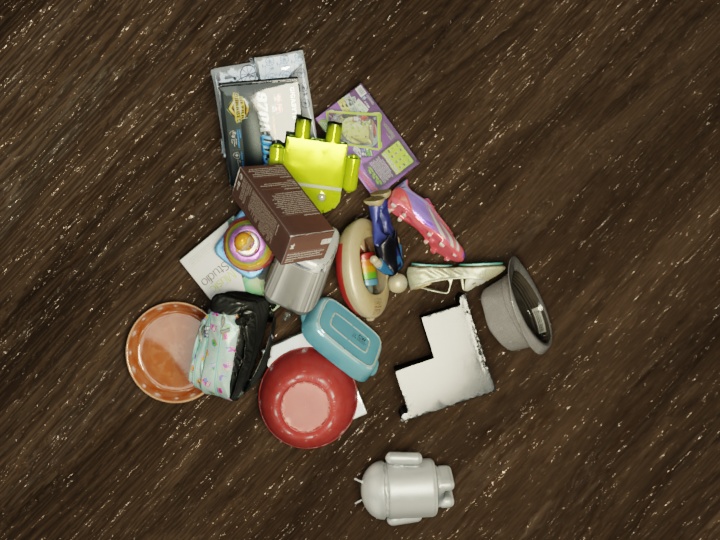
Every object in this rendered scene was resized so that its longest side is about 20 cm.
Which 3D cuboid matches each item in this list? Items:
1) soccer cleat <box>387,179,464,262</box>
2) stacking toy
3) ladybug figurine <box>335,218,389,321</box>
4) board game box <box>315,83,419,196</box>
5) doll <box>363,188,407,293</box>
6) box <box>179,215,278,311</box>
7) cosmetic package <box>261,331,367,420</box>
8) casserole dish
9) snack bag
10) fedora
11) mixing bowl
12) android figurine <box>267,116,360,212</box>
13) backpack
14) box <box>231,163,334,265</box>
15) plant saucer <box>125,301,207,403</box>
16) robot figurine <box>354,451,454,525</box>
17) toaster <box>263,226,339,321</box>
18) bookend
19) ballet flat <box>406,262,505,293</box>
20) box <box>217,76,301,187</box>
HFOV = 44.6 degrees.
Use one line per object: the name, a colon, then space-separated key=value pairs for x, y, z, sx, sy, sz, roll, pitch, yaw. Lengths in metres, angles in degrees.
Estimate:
soccer cleat: x=0.141 y=-0.098 z=1.761 sx=0.199 sy=0.067 sz=0.077 roll=39 pitch=69 yaw=-6
stacking toy: x=-0.211 y=-0.052 z=1.645 sx=0.109 sy=0.200 sz=0.117 roll=36 pitch=87 yaw=-3
ladybug figurine: x=0.000 y=0.000 z=1.734 sx=0.071 sy=0.135 sz=0.203 roll=-7 pitch=87 yaw=37
board game box: x=0.014 y=-0.259 z=1.768 sx=0.120 sy=0.032 sz=0.201 roll=-36 pitch=91 yaw=-5
doll: x=0.050 y=-0.049 z=1.707 sx=0.048 sy=0.137 sz=0.202 roll=-4 pitch=112 yaw=25
box: x=-0.245 y=0.013 z=1.761 sx=0.144 sy=0.036 sz=0.201 roll=-39 pitch=94 yaw=-1
cosmetic package: x=-0.092 y=0.221 z=1.764 sx=0.149 sy=0.052 sz=0.202 roll=-22 pitch=92 yaw=-3
casserole dish: x=-0.030 y=0.129 z=1.721 sx=0.200 sy=0.122 sz=0.039 roll=40 pitch=132 yaw=-17
snack bag: x=-0.196 y=-0.334 z=1.762 sx=0.197 sy=0.021 sz=0.191 roll=-9 pitch=92 yaw=-2
fedora: x=0.300 y=0.081 z=1.732 sx=0.090 sy=0.178 sz=0.201 roll=-23 pitch=121 yaw=27
mixing bowl: x=-0.104 y=0.253 z=1.687 sx=0.197 sy=0.108 sz=0.203 roll=0 pitch=91 yaw=0
android figurine: x=-0.093 y=-0.194 z=1.714 sx=0.179 sy=0.041 sz=0.203 roll=8 pitch=106 yaw=-9
backpack: x=-0.249 y=0.144 z=1.684 sx=0.125 sy=0.167 sz=0.203 roll=15 pitch=96 yaw=19
box: x=-0.143 y=-0.106 z=1.606 sx=0.099 sy=0.200 sz=0.075 roll=-9 pitch=136 yaw=-37
plant saucer: x=-0.370 y=0.163 z=1.763 sx=0.197 sy=0.032 sz=0.203 roll=0 pitch=91 yaw=-2
robot figurine: x=0.086 y=0.434 z=1.744 sx=0.197 sy=0.113 sz=0.172 roll=-2 pitch=110 yaw=-2
toaster: x=-0.112 y=-0.012 z=1.677 sx=0.112 sy=0.201 sz=0.130 roll=23 pitch=128 yaw=-1
bookend: x=0.143 y=0.171 z=1.750 sx=0.198 sy=0.092 sz=0.201 roll=-19 pitch=90 yaw=0
ballet flat: x=0.192 y=0.015 z=1.764 sx=0.197 sy=0.067 sz=0.063 roll=-1 pitch=90 yaw=8
box: x=-0.191 y=-0.272 z=1.723 sx=0.157 sy=0.046 sz=0.203 roll=-5 pitch=109 yaw=-4
